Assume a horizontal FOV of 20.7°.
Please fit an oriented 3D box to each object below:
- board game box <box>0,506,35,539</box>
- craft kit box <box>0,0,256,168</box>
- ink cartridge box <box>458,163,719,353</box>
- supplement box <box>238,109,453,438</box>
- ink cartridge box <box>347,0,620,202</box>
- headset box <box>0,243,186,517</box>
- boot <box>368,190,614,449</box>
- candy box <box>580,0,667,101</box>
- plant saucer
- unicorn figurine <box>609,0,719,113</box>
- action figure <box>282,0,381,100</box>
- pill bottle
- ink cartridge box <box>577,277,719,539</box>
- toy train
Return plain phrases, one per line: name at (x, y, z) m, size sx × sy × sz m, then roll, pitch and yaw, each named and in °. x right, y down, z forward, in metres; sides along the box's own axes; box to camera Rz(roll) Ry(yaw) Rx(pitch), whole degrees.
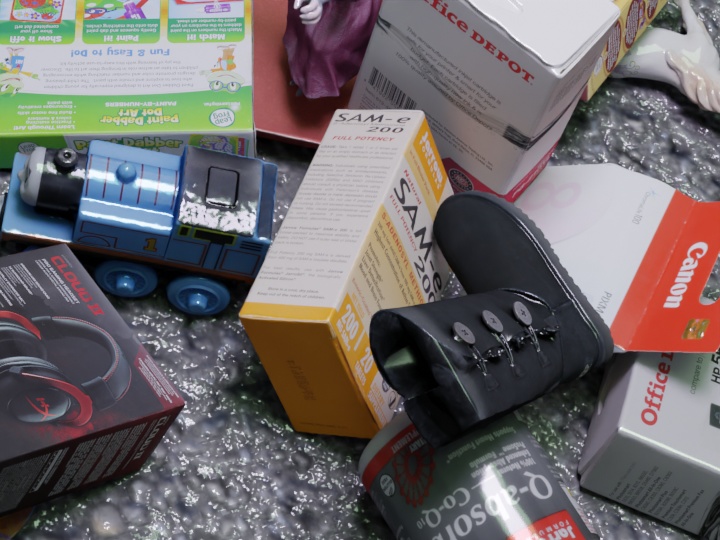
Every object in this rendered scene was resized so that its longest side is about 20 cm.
board game box at (-0.297, 0.100, 1.278) m, size 0.199 × 0.039 × 0.159 m, roll 23°, pitch 53°, yaw -2°
craft kit box at (-0.176, -0.167, 1.470) m, size 0.199 × 0.049 × 0.198 m, roll -1°, pitch 53°, yaw -2°
ink cartridge box at (0.183, -0.011, 1.428) m, size 0.057 × 0.199 × 0.163 m, roll 57°, pitch 46°, yaw -31°
supplement box at (0.000, 0.000, 1.377) m, size 0.073 × 0.126 × 0.201 m, roll 3°, pitch 49°, yaw 26°
ink cartridge box at (0.084, -0.149, 1.419) m, size 0.145 × 0.200 × 0.084 m, roll 39°, pitch 60°, yaw 11°
headset box at (-0.221, 0.070, 1.269) m, size 0.199 × 0.075 × 0.149 m, roll -14°, pitch 59°, yaw -51°
boot at (0.064, 0.025, 1.298) m, size 0.165 × 0.066 × 0.200 m, roll 45°, pitch 34°, yaw 18°
candy box at (0.174, -0.223, 1.575) m, size 0.116 × 0.057 × 0.200 m, roll 19°, pitch 48°, yaw 24°
plant saucer at (-0.022, -0.166, 1.548) m, size 0.199 × 0.037 × 0.201 m, roll 12°, pitch 54°, yaw -10°
unicorn figurine at (0.257, -0.186, 1.633) m, size 0.199 × 0.074 × 0.138 m, roll -1°, pitch 52°, yaw 5°
action figure at (-0.008, -0.217, 1.438) m, size 0.148 × 0.200 × 0.134 m, roll -16°, pitch 58°, yaw -19°
pill bottle at (0.093, 0.181, 1.299) m, size 0.115 × 0.116 × 0.200 m, roll -21°, pitch 65°, yaw -28°
ink cartridge box at (0.273, 0.115, 1.419) m, size 0.199 × 0.084 × 0.147 m, roll 22°, pitch 53°, yaw -3°
toy train at (-0.154, -0.037, 1.370) m, size 0.199 × 0.114 × 0.087 m, roll 11°, pitch 54°, yaw -10°
